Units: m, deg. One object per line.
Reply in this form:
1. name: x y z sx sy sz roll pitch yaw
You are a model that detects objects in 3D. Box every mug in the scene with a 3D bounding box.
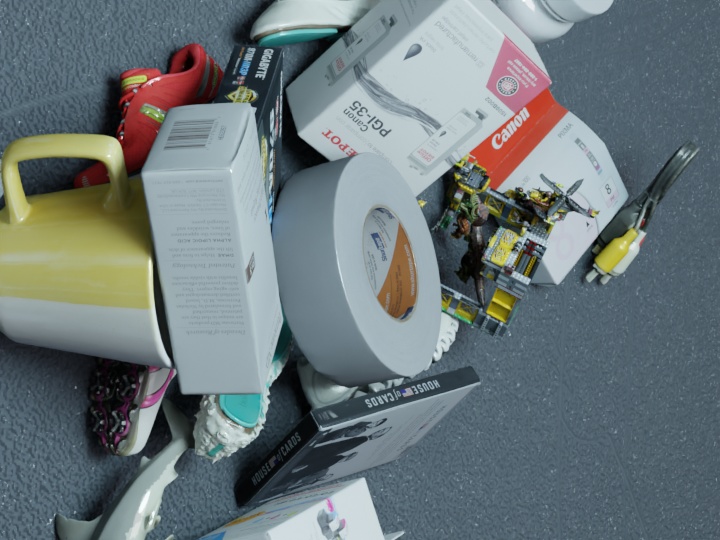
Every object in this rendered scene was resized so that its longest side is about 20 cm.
1. mug: -0.215 -0.018 1.199 0.149 0.152 0.188 -47 137 -76

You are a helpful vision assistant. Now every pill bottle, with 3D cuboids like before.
1. pill bottle: 0.142 -0.270 1.496 0.113 0.199 0.114 10 75 -43

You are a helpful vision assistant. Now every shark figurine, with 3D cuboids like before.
1. shark figurine: -0.203 0.203 1.274 0.216 0.089 0.128 -68 161 -10

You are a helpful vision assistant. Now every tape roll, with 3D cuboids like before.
1. tape roll: 0.000 0.000 1.367 0.200 0.066 0.202 34 50 -54

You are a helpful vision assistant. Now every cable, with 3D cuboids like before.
1. cable: 0.322 -0.064 1.689 0.050 0.200 0.097 49 38 12

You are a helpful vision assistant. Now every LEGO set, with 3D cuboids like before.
1. LEGO set: 0.126 -0.041 1.493 0.153 0.116 0.200 34 55 11

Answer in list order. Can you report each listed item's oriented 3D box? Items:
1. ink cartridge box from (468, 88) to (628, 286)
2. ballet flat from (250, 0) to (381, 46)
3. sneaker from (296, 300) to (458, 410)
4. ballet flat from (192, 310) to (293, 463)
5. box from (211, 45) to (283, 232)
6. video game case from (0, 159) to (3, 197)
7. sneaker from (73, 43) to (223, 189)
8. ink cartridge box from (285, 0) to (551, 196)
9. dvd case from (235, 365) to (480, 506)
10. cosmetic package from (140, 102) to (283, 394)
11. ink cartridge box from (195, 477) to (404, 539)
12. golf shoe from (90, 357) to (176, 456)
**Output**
1. ink cartridge box: 0.196 -0.110 1.649 0.163 0.057 0.201 -46 122 -32
2. ballet flat: -0.034 -0.243 1.440 0.199 0.069 0.070 -10 95 -48
3. sneaker: 0.019 0.074 1.476 0.200 0.075 0.081 -36 102 -37
4. ballet flat: -0.110 0.095 1.345 0.072 0.071 0.200 61 22 -22
5. box: -0.098 -0.064 1.283 0.159 0.046 0.201 -80 174 -57
6. video game case: -0.382 -0.065 1.138 0.200 0.045 0.182 46 59 -30
7. sneaker: -0.186 -0.126 1.304 0.085 0.077 0.200 58 45 -18
8. ink cartridge box: 0.052 -0.169 1.419 0.146 0.200 0.083 36 23 -34
9. dvd case: -0.001 0.151 1.408 0.199 0.150 0.025 -12 65 -41
10. cosmetic package: -0.108 -0.014 1.162 0.102 0.073 0.201 -79 164 -55
11. ink cartridge box: -0.060 0.238 1.345 0.200 0.115 0.068 -17 89 -59
12. golf shoe: -0.169 0.062 1.305 0.092 0.072 0.201 21 75 -40
